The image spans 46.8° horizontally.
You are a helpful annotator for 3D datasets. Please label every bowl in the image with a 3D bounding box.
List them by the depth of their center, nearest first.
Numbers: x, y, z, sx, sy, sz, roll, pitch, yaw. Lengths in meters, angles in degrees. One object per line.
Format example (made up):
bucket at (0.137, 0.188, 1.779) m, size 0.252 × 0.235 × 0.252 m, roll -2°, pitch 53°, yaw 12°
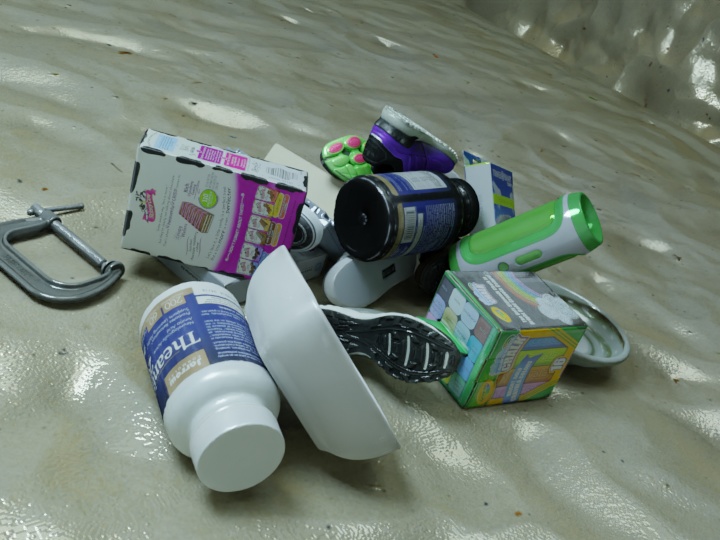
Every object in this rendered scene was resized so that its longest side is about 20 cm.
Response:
bowl at (-0.050, 0.088, 0.843) m, size 0.074 × 0.201 × 0.200 m, roll -29°, pitch 24°, yaw -2°

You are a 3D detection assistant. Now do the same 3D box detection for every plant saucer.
plant saucer at (0.288, 0.084, 1.200) m, size 0.198 × 0.051 × 0.201 m, roll 18°, pitch 27°, yaw -9°

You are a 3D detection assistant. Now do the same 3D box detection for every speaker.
speaker at (0.221, -0.034, 1.130) m, size 0.088 × 0.199 × 0.089 m, roll 37°, pitch 41°, yaw -41°

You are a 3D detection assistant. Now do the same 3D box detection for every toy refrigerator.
toy refrigerator at (-0.067, -0.111, 1.251) m, size 0.199 × 0.070 × 0.076 m, roll 33°, pitch -3°, yaw 36°

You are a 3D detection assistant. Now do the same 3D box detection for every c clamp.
c clamp at (-0.356, -0.028, 0.994) m, size 0.199 × 0.027 × 0.170 m, roll 37°, pitch 32°, yaw 30°

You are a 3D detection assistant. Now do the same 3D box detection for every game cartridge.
game cartridge at (-0.105, -0.090, 1.185) m, size 0.199 × 0.042 × 0.133 m, roll 37°, pitch -13°, yaw 22°

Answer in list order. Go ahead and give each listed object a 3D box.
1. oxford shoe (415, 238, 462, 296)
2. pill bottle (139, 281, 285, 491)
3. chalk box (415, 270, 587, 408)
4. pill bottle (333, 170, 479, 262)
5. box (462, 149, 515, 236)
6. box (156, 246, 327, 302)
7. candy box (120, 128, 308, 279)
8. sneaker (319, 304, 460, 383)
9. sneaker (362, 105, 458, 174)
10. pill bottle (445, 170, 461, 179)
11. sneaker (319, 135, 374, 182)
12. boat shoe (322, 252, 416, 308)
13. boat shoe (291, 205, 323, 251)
oxford shoe at (0.116, -0.009, 1.245) m, size 0.084 × 0.073 × 0.200 m, roll 23°, pitch 17°, yaw 20°
pill bottle at (-0.142, 0.109, 0.802) m, size 0.110 × 0.112 × 0.200 m, roll 3°, pitch 32°, yaw -29°
chalk box at (0.156, 0.084, 1.041) m, size 0.198 × 0.125 × 0.125 m, roll 0°, pitch 35°, yaw -33°
pill bottle at (0.069, -0.078, 1.128) m, size 0.199 × 0.113 × 0.112 m, roll -9°, pitch 39°, yaw -44°
box at (0.200, -0.078, 1.263) m, size 0.047 × 0.203 × 0.122 m, roll -5°, pitch -3°, yaw 26°
box at (-0.164, -0.028, 1.110) m, size 0.155 × 0.041 × 0.199 m, roll 35°, pitch 32°, yaw 25°
candy box at (-0.174, -0.073, 0.995) m, size 0.198 × 0.137 × 0.061 m, roll 14°, pitch 28°, yaw -11°
sneaker at (0.028, 0.077, 0.979) m, size 0.198 × 0.075 × 0.079 m, roll 12°, pitch 11°, yaw 28°
sneaker at (0.063, -0.160, 1.191) m, size 0.069 × 0.100 × 0.199 m, roll 40°, pitch 12°, yaw 31°
pill bottle at (0.105, -0.119, 1.333) m, size 0.111 × 0.113 × 0.200 m, roll 12°, pitch 14°, yaw -16°
sneaker at (-0.003, -0.153, 1.237) m, size 0.083 × 0.078 × 0.199 m, roll -14°, pitch -5°, yaw 31°
boat shoe at (0.000, 0.000, 1.158) m, size 0.069 × 0.072 × 0.199 m, roll 5°, pitch 20°, yaw 35°
boat shoe at (-0.147, -0.070, 1.075) m, size 0.198 × 0.072 × 0.068 m, roll 23°, pitch 26°, yaw 9°
